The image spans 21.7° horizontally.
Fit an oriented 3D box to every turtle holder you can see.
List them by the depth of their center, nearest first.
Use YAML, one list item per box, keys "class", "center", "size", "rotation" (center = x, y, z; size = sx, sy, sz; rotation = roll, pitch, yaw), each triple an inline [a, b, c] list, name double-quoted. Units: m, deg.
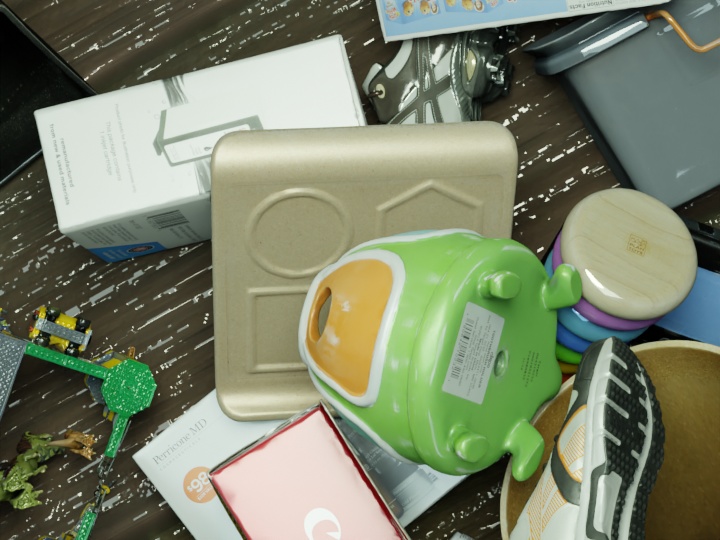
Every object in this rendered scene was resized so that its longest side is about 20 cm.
- class: "turtle holder"
  center: [0.050, 0.037, 1.087]
  size: [0.131, 0.185, 0.141]
  rotation: [13, 114, 31]

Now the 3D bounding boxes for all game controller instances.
- class: "game controller"
  center: [0.215, 0.015, 1.210]
  size: [0.199, 0.042, 0.104]
  rotation: [20, 128, -6]

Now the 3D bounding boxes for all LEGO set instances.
- class: "LEGO set"
  center: [-0.232, 0.116, 1.249]
  size: [0.153, 0.116, 0.201]
  rotation: [12, 91, -26]

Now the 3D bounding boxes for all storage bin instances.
- class: "storage bin"
  center: [0.227, -0.130, 1.212]
  size: [0.200, 0.146, 0.135]
  rotation: [-28, 96, 1]

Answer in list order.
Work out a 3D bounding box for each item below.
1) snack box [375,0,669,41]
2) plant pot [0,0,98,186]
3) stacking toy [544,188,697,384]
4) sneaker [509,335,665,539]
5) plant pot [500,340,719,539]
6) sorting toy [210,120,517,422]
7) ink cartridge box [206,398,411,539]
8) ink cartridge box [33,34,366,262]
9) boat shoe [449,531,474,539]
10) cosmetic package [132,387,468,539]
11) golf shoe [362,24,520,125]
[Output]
- class: "snack box"
  center: [0.097, -0.190, 1.166]
  size: [0.199, 0.024, 0.072]
  rotation: [-4, 107, 31]
- class: "plant pot"
  center: [-0.323, -0.139, 1.217]
  size: [0.199, 0.200, 0.178]
  rotation: [-39, 75, 1]
- class: "stacking toy"
  center: [0.136, 0.032, 1.179]
  size: [0.085, 0.200, 0.086]
  rotation: [7, 60, -12]
- class: "sneaker"
  center: [0.120, 0.126, 1.056]
  size: [0.080, 0.074, 0.200]
  rotation: [-13, 50, 36]
- class: "plant pot"
  center: [0.210, 0.172, 1.151]
  size: [0.186, 0.200, 0.187]
  rotation: [-17, 52, 22]
- class: "sorting toy"
  center: [0.000, 0.000, 1.168]
  size: [0.184, 0.037, 0.201]
  rotation: [-3, 121, -6]
- class: "ink cartridge box"
  center: [-0.006, 0.186, 1.121]
  size: [0.084, 0.176, 0.200]
  rotation: [-32, 82, -7]
- class: "ink cartridge box"
  center: [-0.092, -0.075, 1.214]
  size: [0.199, 0.146, 0.085]
  rotation: [-14, 81, 2]
- class: "boat shoe"
  center: [0.023, 0.265, 1.232]
  size: [0.066, 0.070, 0.200]
  rotation: [41, 82, 6]
- class: "cosmetic package"
  center: [-0.027, 0.120, 1.248]
  size: [0.200, 0.052, 0.151]
  rotation: [-39, 83, 0]
- class: "golf shoe"
  center: [0.044, -0.092, 1.251]
  size: [0.094, 0.078, 0.201]
  rotation: [10, 81, 15]
